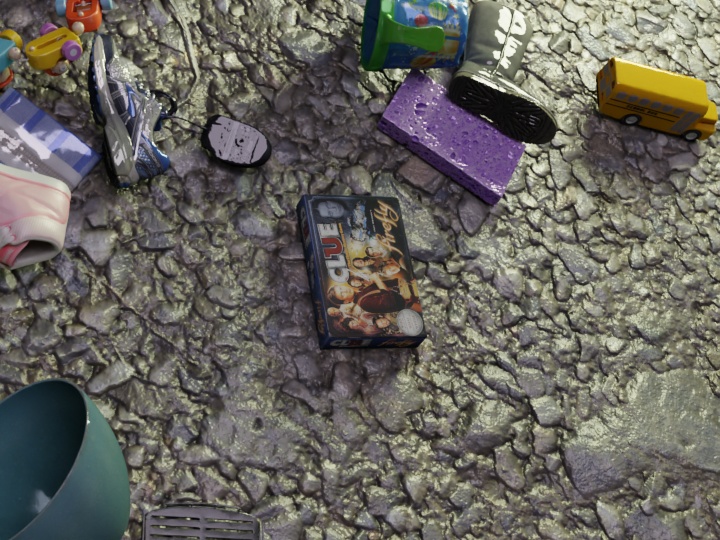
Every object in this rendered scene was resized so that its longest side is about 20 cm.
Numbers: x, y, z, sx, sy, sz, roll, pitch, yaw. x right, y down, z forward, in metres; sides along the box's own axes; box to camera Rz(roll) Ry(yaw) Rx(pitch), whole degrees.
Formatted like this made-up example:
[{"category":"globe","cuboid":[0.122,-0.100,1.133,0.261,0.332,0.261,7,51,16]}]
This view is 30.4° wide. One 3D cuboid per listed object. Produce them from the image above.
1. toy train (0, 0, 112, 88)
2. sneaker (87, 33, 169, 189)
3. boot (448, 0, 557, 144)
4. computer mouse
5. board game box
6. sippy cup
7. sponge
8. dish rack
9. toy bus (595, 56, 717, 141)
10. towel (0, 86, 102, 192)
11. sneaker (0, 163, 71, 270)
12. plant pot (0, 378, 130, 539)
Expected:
[{"category":"toy train","cuboid":[-0.397,-0.280,1.619,0.198,0.056,0.151,-12,42,-5]},{"category":"sneaker","cuboid":[-0.283,-0.198,1.625,0.085,0.077,0.201,-10,77,-19]},{"category":"boot","cuboid":[0.217,-0.287,1.896,0.181,0.073,0.201,32,40,-7]},{"category":"computer mouse","cuboid":[-0.208,-0.180,1.683,0.199,0.034,0.059,22,81,-6]},{"category":"board game box","cuboid":[0.000,0.000,1.669,0.134,0.035,0.201,0,63,-24]},{"category":"sippy cup","cuboid":[0.076,-0.333,1.813,0.129,0.140,0.179,6,53,-10]},{"category":"sponge","cuboid":[0.128,-0.186,1.831,0.199,0.030,0.112,34,54,-3]},{"category":"dish rack","cuboid":[-0.162,0.340,1.398,0.152,0.055,0.201,8,60,-21]},{"category":"toy bus","cuboid":[0.449,-0.256,1.984,0.199,0.078,0.066,11,59,-18]},{"category":"towel","cuboid":[-0.417,-0.116,1.554,0.147,0.024,0.200,38,54,-2]},{"category":"sneaker","cuboid":[-0.417,-0.063,1.462,0.199,0.075,0.105,11,54,-27]},{"category":"plant pot","cuboid":[-0.309,0.229,1.330,0.135,0.199,0.201,49,46,-36]}]
